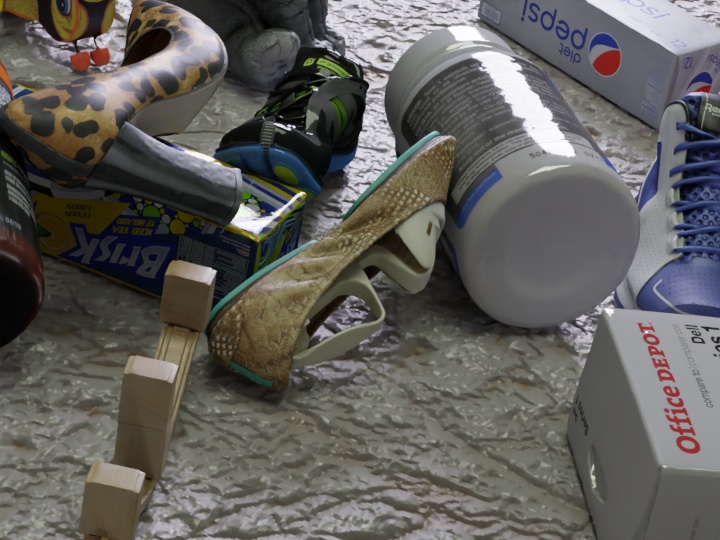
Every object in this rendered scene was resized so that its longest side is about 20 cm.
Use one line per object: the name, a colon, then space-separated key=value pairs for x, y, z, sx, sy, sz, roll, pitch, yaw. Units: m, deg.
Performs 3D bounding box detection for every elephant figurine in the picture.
elephant figurine: x=-0.055 y=-0.240 z=1.391 sx=0.154 sy=0.202 sz=0.142 roll=-6 pitch=35 yaw=-27

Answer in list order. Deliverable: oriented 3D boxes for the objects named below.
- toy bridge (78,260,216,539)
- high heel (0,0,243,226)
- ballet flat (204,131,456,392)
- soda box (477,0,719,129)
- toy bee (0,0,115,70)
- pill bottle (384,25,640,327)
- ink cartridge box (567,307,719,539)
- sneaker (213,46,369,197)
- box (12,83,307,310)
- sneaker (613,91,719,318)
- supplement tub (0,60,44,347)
toy bridge: x=-0.106 y=0.075 z=0.991 sx=0.027 sy=0.068 sz=0.201 roll=12 pitch=33 yaw=1
high heel: x=-0.146 y=-0.113 z=1.124 sx=0.142 sy=0.072 sz=0.201 roll=19 pitch=32 yaw=-31
ballet flat: x=0.000 y=0.000 z=1.126 sx=0.065 sy=0.071 sz=0.200 roll=42 pitch=65 yaw=14
soda box: x=0.181 y=-0.182 z=1.511 sx=0.068 sy=0.064 sz=0.200 roll=-18 pitch=42 yaw=-38
toy bee: x=-0.212 y=-0.191 z=1.377 sx=0.130 sy=0.110 sz=0.200 roll=-11 pitch=12 yaw=-20
pill bottle: x=0.086 y=-0.065 z=1.239 sx=0.113 sy=0.115 sz=0.201 roll=0 pitch=33 yaw=-19
ink cartridge box: x=0.222 y=0.098 z=1.050 sx=0.198 sy=0.085 sz=0.145 roll=5 pitch=32 yaw=-10
sneaker: x=-0.039 y=-0.096 z=1.242 sx=0.070 sy=0.084 sz=0.200 roll=17 pitch=16 yaw=9
box: x=-0.136 y=-0.038 z=1.169 sx=0.198 sy=0.065 sz=0.070 roll=22 pitch=32 yaw=14
sneaker: x=0.206 y=-0.043 z=1.245 sx=0.080 sy=0.116 sz=0.200 roll=10 pitch=31 yaw=-1
supplement tub: x=-0.232 y=-0.057 z=1.076 sx=0.106 sy=0.107 sz=0.201 roll=-1 pitch=51 yaw=-20
